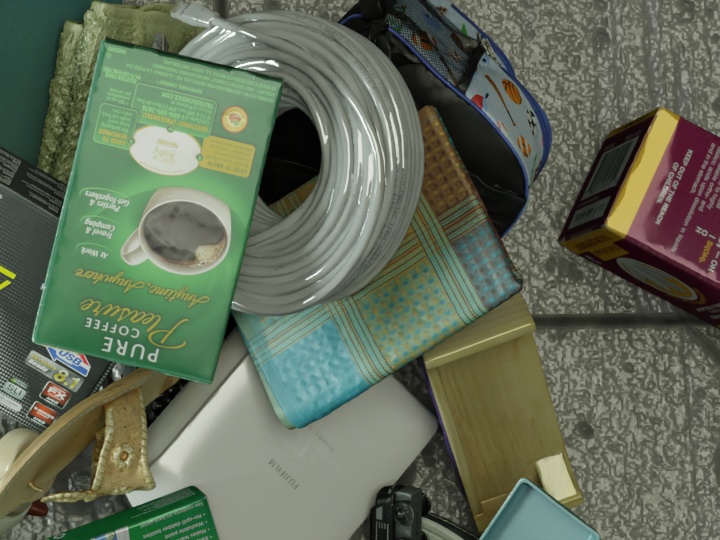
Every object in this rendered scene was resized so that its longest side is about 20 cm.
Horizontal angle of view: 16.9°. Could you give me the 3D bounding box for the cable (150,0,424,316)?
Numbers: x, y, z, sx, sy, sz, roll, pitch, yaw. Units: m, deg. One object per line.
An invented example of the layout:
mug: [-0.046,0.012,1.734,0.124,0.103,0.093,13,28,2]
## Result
cable: [-0.053,-0.071,1.603,0.199,0.069,0.201,11,95,30]

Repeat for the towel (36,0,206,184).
towel: [-0.164,-0.089,1.680,0.036,0.148,0.201,25,107,33]

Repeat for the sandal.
sandal: [-0.155,0.113,1.622,0.070,0.078,0.212,41,63,12]

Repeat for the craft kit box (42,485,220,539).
craft kit box: [-0.171,0.271,1.625,0.199,0.048,0.198,-20,104,-15]

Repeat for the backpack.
backpack: [0.035,-0.094,1.719,0.191,0.200,0.154,45,40,-4]

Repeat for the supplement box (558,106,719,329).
supplement box: [0.266,-0.024,1.783,0.199,0.131,0.104,27,80,-6]

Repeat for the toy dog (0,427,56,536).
toy dog: [-0.276,0.195,1.667,0.200,0.132,0.096,-47,132,-9]

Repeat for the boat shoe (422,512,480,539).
boat shoe: [0.105,0.240,1.754,0.200,0.076,0.060,43,36,5]

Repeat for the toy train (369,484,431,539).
toy train: [0.023,0.248,1.720,0.046,0.034,0.201,8,104,31]

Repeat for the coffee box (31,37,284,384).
coffee box: [-0.130,-0.038,1.541,0.122,0.044,0.201,12,94,-8]

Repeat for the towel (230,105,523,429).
towel: [0.000,0.000,1.623,0.200,0.022,0.147,-32,74,22]

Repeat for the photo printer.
photo printer: [-0.062,0.130,1.711,0.166,0.069,0.200,46,76,-21]

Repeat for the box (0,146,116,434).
box: [-0.244,0.004,1.608,0.200,0.044,0.160,31,120,-11]

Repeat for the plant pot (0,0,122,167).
plant pot: [-0.262,-0.136,1.663,0.141,0.141,0.201,10,96,34]

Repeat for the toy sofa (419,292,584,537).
toy sofa: [0.090,0.085,1.711,0.083,0.200,0.098,-20,43,-1]

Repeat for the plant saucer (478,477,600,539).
plant saucer: [0.094,0.237,1.711,0.070,0.019,0.200,37,115,11]

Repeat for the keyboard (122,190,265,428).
keyboard: [-0.129,0.035,1.697,0.104,0.040,0.201,6,105,-21]
